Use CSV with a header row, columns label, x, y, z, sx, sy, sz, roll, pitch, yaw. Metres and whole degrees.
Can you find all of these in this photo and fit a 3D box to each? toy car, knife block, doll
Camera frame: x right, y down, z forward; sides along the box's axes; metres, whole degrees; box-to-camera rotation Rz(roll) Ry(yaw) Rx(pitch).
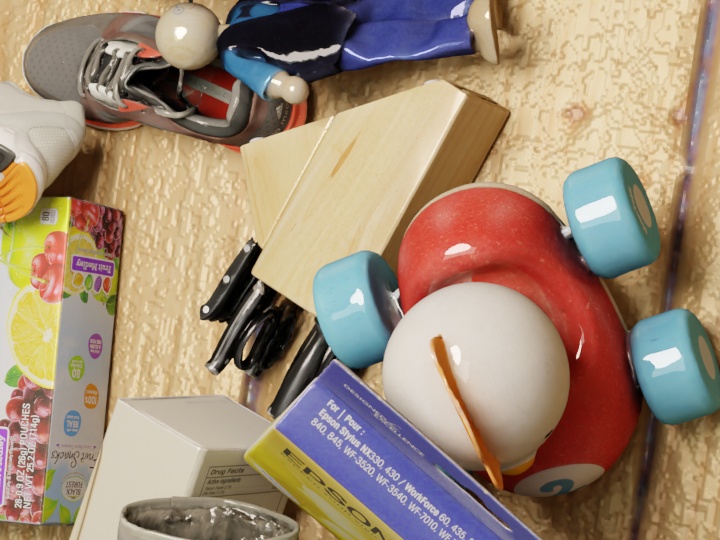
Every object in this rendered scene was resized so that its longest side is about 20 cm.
label,x,y,z,sx,sy,sz,roll,pitch,yaw
toy car,0.071,0.062,1.215,0.184,0.200,0.177,-20,106,19
knife block,0.000,0.000,1.357,0.200,0.064,0.176,-17,78,24
doll,-0.020,-0.141,1.356,0.200,0.137,0.049,-5,125,10

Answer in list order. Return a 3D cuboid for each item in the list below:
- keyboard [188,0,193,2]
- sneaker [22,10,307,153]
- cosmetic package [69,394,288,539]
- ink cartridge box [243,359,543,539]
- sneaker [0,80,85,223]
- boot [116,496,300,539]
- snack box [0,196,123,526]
label,x,y,z,sx,sy,sz,roll,pitch,yaw
keyboard,-0.116,-0.228,1.402,0.021,0.127,0.200,-55,30,35
sneaker,-0.131,-0.121,1.424,0.200,0.082,0.077,11,90,27
cosmetic package,-0.116,0.177,1.363,0.073,0.103,0.200,26,102,33
ink cartridge box,0.034,0.137,1.221,0.198,0.200,0.047,41,79,1
sneaker,-0.255,-0.084,1.456,0.200,0.092,0.076,15,127,28
boot,-0.055,0.228,1.301,0.182,0.073,0.200,7,103,-11
snack box,-0.242,0.054,1.472,0.168,0.068,0.200,4,85,28
